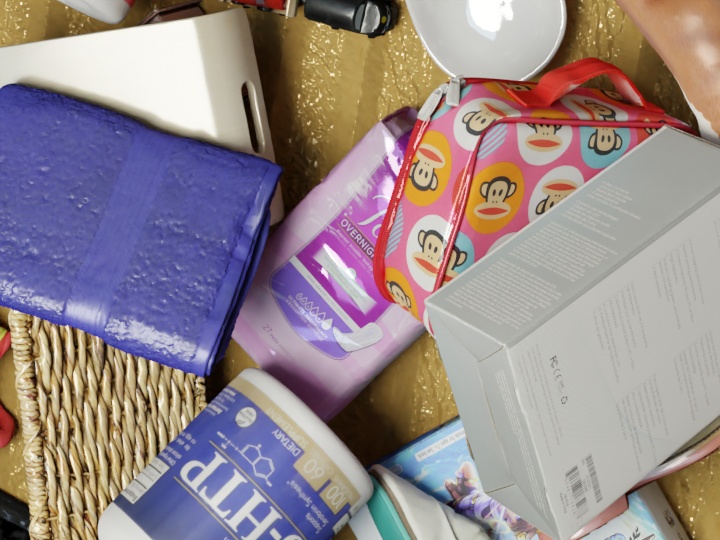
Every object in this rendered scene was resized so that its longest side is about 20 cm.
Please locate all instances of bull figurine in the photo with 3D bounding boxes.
[{"bbox_3d":[0.228,-0.144,1.207,0.121,0.065,0.200,-41,75,17],"label":"bull figurine"}]

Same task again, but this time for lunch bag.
[{"bbox_3d":[0.114,-0.045,1.213,0.082,0.199,0.177,37,117,46],"label":"lunch bag"}]

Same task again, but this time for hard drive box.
[{"bbox_3d":[0.151,0.036,1.178,0.077,0.200,0.156,30,146,47],"label":"hard drive box"}]

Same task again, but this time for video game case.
[{"bbox_3d":[0.107,0.180,1.345,0.200,0.045,0.182,-31,89,24],"label":"video game case"}]

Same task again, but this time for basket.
[{"bbox_3d":[-0.200,0.091,1.371,0.142,0.148,0.201,8,107,51],"label":"basket"}]

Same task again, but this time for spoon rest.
[{"bbox_3d":[0.053,-0.206,1.278,0.099,0.061,0.200,-39,85,24],"label":"spoon rest"}]

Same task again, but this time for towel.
[{"bbox_3d":[-0.161,-0.026,1.260,0.199,0.050,0.148,18,70,5],"label":"towel"}]

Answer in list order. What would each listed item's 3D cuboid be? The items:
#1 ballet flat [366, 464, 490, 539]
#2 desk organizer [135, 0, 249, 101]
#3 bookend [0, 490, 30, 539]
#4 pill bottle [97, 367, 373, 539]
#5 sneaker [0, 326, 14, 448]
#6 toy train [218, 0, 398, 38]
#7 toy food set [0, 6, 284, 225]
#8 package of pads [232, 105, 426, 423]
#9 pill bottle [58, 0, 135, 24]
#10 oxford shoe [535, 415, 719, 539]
[{"bbox_3d":[0.067,0.207,1.297,0.069,0.069,0.201,-43,57,24],"label":"ballet flat"},{"bbox_3d":[-0.175,-0.097,1.387,0.200,0.072,0.077,-36,89,24],"label":"desk organizer"},{"bbox_3d":[-0.328,0.226,1.445,0.199,0.199,0.093,26,112,16],"label":"bookend"},{"bbox_3d":[-0.099,0.172,1.287,0.120,0.120,0.200,43,79,8],"label":"pill bottle"},{"bbox_3d":[-0.297,0.042,1.472,0.084,0.077,0.201,-6,106,11],"label":"sneaker"},{"bbox_3d":[-0.071,-0.190,1.338,0.199,0.046,0.034,16,107,18],"label":"toy train"},{"bbox_3d":[-0.159,-0.090,1.321,0.199,0.060,0.144,-7,102,12],"label":"toy food set"},{"bbox_3d":[0.000,0.000,1.334,0.121,0.076,0.200,47,114,3],"label":"package of pads"},{"bbox_3d":[-0.162,-0.275,1.296,0.119,0.120,0.201,27,87,15],"label":"pill bottle"},{"bbox_3d":[0.183,0.096,1.256,0.200,0.070,0.075,-33,83,-4],"label":"oxford shoe"}]
